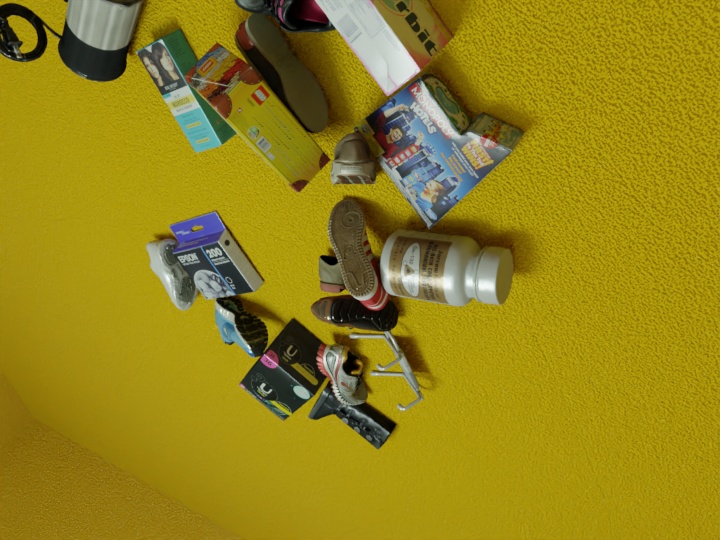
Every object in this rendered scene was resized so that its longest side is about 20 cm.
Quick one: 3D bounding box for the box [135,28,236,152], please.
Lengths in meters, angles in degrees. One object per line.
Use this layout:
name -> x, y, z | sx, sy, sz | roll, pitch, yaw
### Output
box -> -0.310, -0.318, 1.083 | 0.082, 0.049, 0.201 | -4, 125, 39

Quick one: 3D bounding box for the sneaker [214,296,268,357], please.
sneaker -> -0.285, 0.146, 1.433 | 0.200, 0.078, 0.091 | 42, 124, 40

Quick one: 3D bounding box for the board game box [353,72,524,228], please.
board game box -> 0.122, -0.185, 0.877 | 0.199, 0.062, 0.200 | -24, 111, 46

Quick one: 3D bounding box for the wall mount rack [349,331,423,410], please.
wall mount rack -> 0.057, 0.201, 1.286 | 0.201, 0.074, 0.174 | 64, 172, -26

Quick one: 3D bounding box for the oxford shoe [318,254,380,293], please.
oxford shoe -> 0.000, 0.000, 1.139 | 0.198, 0.070, 0.075 | -3, 109, 29

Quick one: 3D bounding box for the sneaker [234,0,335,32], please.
sneaker -> -0.100, -0.379, 0.840 | 0.199, 0.084, 0.077 | 17, 130, 22

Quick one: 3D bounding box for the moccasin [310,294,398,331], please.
moccasin -> -0.007, 0.082, 1.148 | 0.077, 0.200, 0.074 | 5, 93, 48

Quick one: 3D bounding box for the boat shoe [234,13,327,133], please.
boat shoe -> -0.124, -0.300, 0.946 | 0.062, 0.071, 0.201 | -16, 115, 51

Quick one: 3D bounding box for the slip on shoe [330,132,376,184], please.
slip on shoe -> -0.013, -0.168, 0.941 | 0.075, 0.200, 0.061 | 0, 93, 2

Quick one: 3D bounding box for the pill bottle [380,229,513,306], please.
pill bottle -> 0.142, -0.002, 0.993 | 0.199, 0.115, 0.115 | 8, 132, 30

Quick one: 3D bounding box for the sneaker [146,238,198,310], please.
sneaker -> -0.471, 0.006, 1.500 | 0.099, 0.078, 0.202 | 12, 125, 37

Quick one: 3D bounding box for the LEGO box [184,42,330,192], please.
LEGO box -> -0.156, -0.232, 0.926 | 0.200, 0.077, 0.149 | 45, 180, -45

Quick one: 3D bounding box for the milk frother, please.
milk frother -> -0.483, -0.427, 0.996 | 0.181, 0.200, 0.188 | 45, 139, -3

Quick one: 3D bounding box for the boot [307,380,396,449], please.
boot -> -0.025, 0.380, 1.522 | 0.199, 0.066, 0.165 | 31, 142, 2

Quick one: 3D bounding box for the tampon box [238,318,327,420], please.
tampon box -> -0.173, 0.242, 1.446 | 0.150, 0.126, 0.200 | 39, 140, -3

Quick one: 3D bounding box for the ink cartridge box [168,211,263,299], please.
ink cartridge box -> -0.345, -0.028, 1.389 | 0.197, 0.043, 0.201 | -9, 120, 42

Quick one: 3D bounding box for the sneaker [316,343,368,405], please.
sneaker -> -0.026, 0.242, 1.369 | 0.081, 0.078, 0.201 | -6, 136, 26

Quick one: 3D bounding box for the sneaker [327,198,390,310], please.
sneaker -> 0.001, -0.023, 1.069 | 0.071, 0.201, 0.113 | -19, 151, 13

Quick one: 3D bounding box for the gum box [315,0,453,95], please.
gum box -> 0.018, -0.341, 0.766 | 0.066, 0.114, 0.200 | -24, 111, 46
